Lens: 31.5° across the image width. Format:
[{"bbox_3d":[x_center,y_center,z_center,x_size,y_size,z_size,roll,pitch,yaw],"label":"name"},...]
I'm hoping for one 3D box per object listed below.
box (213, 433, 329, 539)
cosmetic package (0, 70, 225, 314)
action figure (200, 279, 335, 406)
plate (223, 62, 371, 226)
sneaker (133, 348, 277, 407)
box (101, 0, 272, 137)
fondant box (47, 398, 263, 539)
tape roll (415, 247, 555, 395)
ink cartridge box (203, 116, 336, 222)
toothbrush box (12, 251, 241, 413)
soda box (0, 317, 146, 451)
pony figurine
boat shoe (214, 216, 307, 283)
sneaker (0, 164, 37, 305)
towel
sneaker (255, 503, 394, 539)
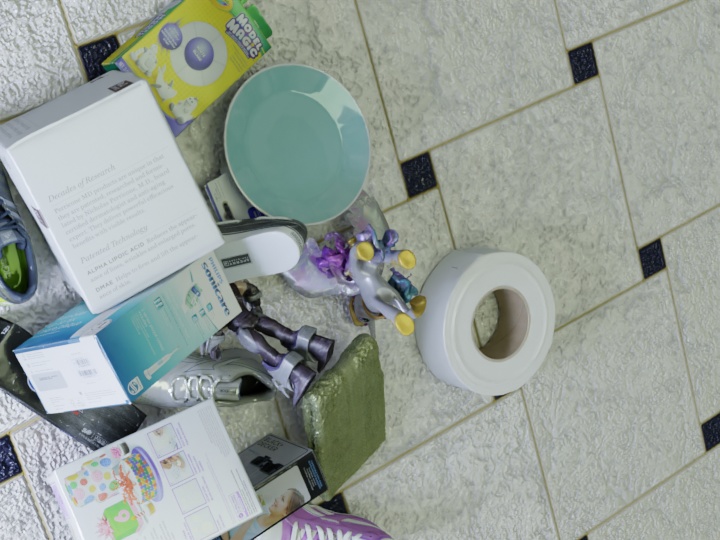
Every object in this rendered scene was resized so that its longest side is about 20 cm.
[{"bbox_3d":[-0.153,0.282,1.559,0.199,0.116,0.060,-29,109,-25],"label":"box"},{"bbox_3d":[-0.277,-0.091,1.386,0.164,0.165,0.201,-30,111,-15],"label":"cosmetic package"},{"bbox_3d":[-0.134,0.070,1.533,0.199,0.070,0.130,35,47,7],"label":"action figure"},{"bbox_3d":[-0.079,-0.153,1.560,0.199,0.026,0.202,3,83,-28],"label":"plate"},{"bbox_3d":[-0.190,0.131,1.530,0.199,0.087,0.075,-4,105,-31],"label":"sneaker"},{"bbox_3d":[-0.193,-0.262,1.505,0.200,0.048,0.118,-48,118,-21],"label":"box"},{"bbox_3d":[-0.230,0.251,1.433,0.199,0.058,0.145,-23,86,-27],"label":"fondant box"},{"bbox_3d":[0.174,0.069,1.771,0.201,0.071,0.204,-5,99,-32],"label":"tape roll"},{"bbox_3d":[-0.104,-0.107,1.586,0.199,0.039,0.100,-31,111,-28],"label":"ink cartridge box"},{"bbox_3d":[-0.251,0.065,1.394,0.200,0.146,0.086,-40,112,-46],"label":"toothbrush box"},{"bbox_3d":[-0.343,0.135,1.445,0.200,0.063,0.071,41,74,-31],"label":"soda box"},{"bbox_3d":[0.000,0.000,1.599,0.166,0.200,0.194,-31,96,-19],"label":"pony figurine"},{"bbox_3d":[-0.158,-0.027,1.505,0.068,0.199,0.072,-69,145,-61],"label":"boat shoe"},{"bbox_3d":[-0.393,-0.053,1.379,0.074,0.081,0.201,-29,111,-27],"label":"sneaker"},{"bbox_3d":[-0.020,0.190,1.634,0.148,0.036,0.201,-45,143,-37],"label":"towel"},{"bbox_3d":[-0.039,0.347,1.641,0.199,0.114,0.073,8,93,-32],"label":"sneaker"}]
